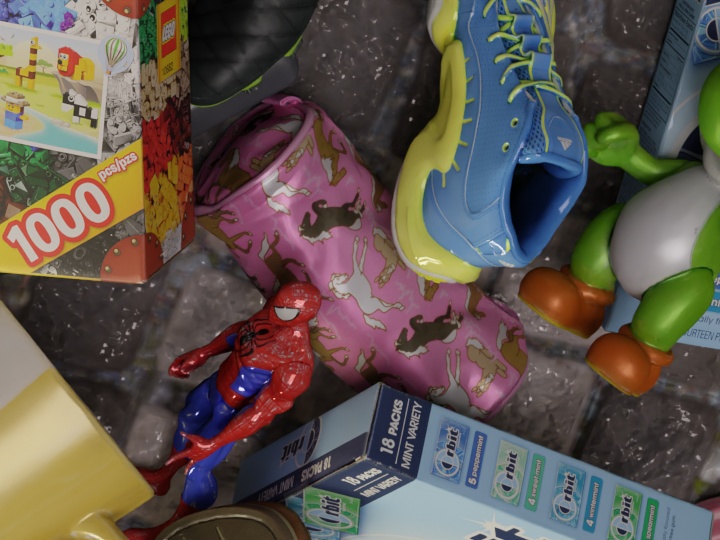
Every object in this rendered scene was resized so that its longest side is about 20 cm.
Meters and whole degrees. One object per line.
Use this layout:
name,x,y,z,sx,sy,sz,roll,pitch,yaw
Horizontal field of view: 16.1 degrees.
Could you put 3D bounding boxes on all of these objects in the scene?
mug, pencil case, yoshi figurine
mug,-0.198,0.108,1.244,0.153,0.187,0.150,-39,127,-7
pencil case,0.000,0.000,1.315,0.082,0.087,0.200,-28,119,32
yoshi figurine,0.167,-0.040,1.275,0.112,0.112,0.200,38,98,-15

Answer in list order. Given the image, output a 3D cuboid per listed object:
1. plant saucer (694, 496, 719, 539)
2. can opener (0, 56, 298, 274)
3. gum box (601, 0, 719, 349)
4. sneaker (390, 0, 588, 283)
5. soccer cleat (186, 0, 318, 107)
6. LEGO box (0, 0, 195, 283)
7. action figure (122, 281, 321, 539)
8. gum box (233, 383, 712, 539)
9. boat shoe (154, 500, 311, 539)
plant saucer,0.222,0.228,1.473,0.199,0.051,0.202,-5,113,-11
can opener,-0.121,-0.063,1.289,0.199,0.054,0.067,-28,147,0
gum box,0.229,-0.053,1.363,0.169,0.045,0.201,9,110,-15
sneaker,0.082,-0.088,1.257,0.075,0.105,0.202,13,87,-39
soccer cleat,-0.037,-0.172,1.225,0.201,0.067,0.081,-54,137,-7
LEGO box,-0.182,-0.082,1.196,0.198,0.077,0.150,4,108,15
action figure,-0.072,0.069,1.295,0.051,0.066,0.200,17,134,-27
gum box,0.055,0.131,1.334,0.199,0.170,0.045,21,65,-20
boat shoe,-0.080,0.174,1.346,0.068,0.072,0.200,-10,159,-45
